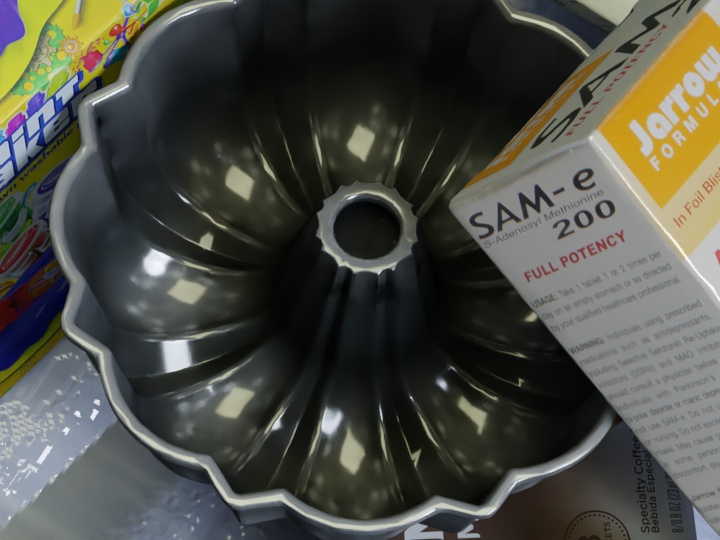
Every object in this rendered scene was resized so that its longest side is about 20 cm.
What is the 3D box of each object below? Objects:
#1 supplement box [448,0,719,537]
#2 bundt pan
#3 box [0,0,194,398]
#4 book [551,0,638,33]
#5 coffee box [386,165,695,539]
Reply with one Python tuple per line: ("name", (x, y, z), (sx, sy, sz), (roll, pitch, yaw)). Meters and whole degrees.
("supplement box", (0.140, 0.009, 0.691), (0.200, 0.073, 0.126), (49, 56, -11))
("bundt pan", (0.000, 0.000, 0.746), (0.201, 0.076, 0.202), (1, 67, -3))
("box", (-0.148, -0.055, 0.805), (0.122, 0.193, 0.200), (39, 70, 14))
("book", (0.151, -0.077, 0.853), (0.200, 0.134, 0.048), (28, 95, -3))
("coffee box", (0.052, 0.027, 0.833), (0.114, 0.080, 0.200), (-1, 66, -4))
